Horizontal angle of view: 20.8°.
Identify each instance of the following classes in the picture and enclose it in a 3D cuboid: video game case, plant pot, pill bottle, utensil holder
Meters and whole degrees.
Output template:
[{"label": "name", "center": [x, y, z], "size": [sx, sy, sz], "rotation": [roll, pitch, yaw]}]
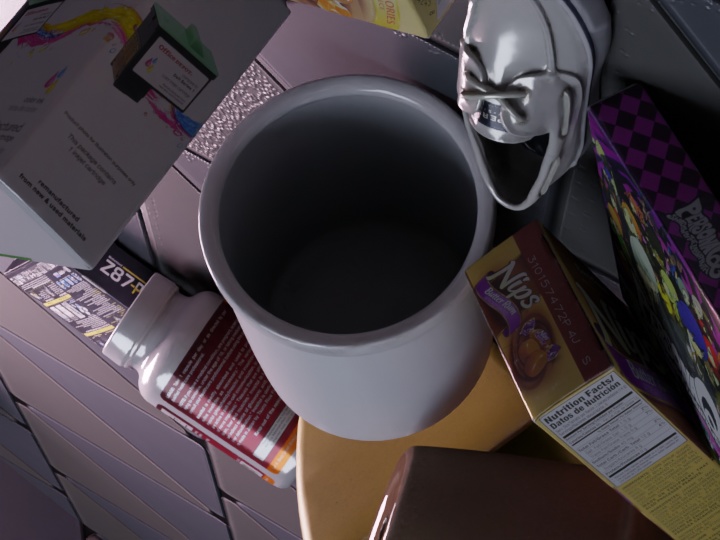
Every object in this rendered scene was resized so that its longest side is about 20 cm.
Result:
[{"label": "video game case", "center": [0.180, 0.032, 0.997], "size": [0.181, 0.036, 0.200], "rotation": [70, 175, -54]}, {"label": "plant pot", "center": [0.091, 0.192, 1.214], "size": [0.174, 0.201, 0.200], "rotation": [19, 162, -3]}, {"label": "pill bottle", "center": [-0.117, 0.091, 1.699], "size": [0.200, 0.113, 0.113], "rotation": [34, 162, -2]}, {"label": "utensil holder", "center": [0.000, 0.000, 1.193], "size": [0.170, 0.170, 0.200], "rotation": [28, 164, 14]}, {"label": "plant pot", "center": [0.066, 0.151, 1.403], "size": [0.200, 0.200, 0.177], "rotation": [50, -172, -40]}]

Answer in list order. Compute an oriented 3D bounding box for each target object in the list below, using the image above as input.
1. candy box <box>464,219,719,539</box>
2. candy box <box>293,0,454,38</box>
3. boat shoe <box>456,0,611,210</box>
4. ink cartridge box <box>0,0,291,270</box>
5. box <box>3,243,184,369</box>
[{"label": "candy box", "center": [0.146, 0.070, 1.095], "size": [0.200, 0.056, 0.117], "rotation": [42, -161, -43]}, {"label": "candy box", "center": [-0.033, -0.200, 0.911], "size": [0.115, 0.055, 0.200], "rotation": [20, 157, 35]}, {"label": "boat shoe", "center": [0.078, -0.095, 0.977], "size": [0.072, 0.066, 0.200], "rotation": [28, 161, 16]}, {"label": "ink cartridge box", "center": [-0.156, -0.105, 1.130], "size": [0.145, 0.200, 0.084], "rotation": [7, 146, 53]}, {"label": "box", "center": [-0.239, 0.024, 1.835], "size": [0.161, 0.049, 0.200], "rotation": [39, 161, -12]}]
